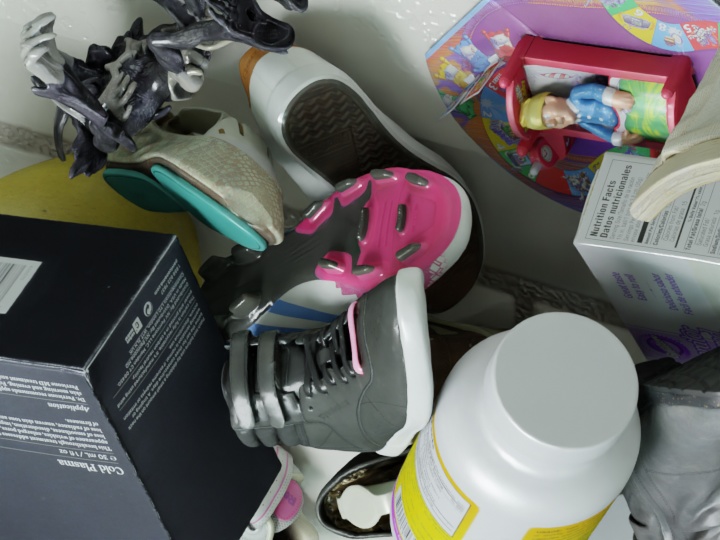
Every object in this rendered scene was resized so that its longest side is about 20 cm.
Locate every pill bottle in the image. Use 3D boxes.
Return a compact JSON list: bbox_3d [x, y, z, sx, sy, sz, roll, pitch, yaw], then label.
[{"bbox_3d":[0.081,0.095,1.516,0.104,0.104,0.200,29,153,3],"label":"pill bottle"}]

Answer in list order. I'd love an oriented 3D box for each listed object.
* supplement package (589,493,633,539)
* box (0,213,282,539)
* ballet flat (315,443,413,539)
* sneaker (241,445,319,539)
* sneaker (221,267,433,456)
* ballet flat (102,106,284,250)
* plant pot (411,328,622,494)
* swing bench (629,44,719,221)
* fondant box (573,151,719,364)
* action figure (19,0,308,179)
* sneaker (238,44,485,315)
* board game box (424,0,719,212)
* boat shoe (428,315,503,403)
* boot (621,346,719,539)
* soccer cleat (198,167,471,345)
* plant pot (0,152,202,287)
[{"bbox_3d":[0.202,0.232,1.704,0.200,0.147,0.191,34,147,-31],"label":"supplement package"},{"bbox_3d":[-0.173,0.069,1.609,0.200,0.104,0.182,7,137,30],"label":"box"},{"bbox_3d":[0.050,0.126,1.679,0.200,0.068,0.068,-17,91,47],"label":"ballet flat"},{"bbox_3d":[-0.082,0.129,1.891,0.088,0.081,0.200,5,145,30],"label":"sneaker"},{"bbox_3d":[-0.018,0.050,1.510,0.099,0.071,0.200,1,161,-7],"label":"sneaker"},{"bbox_3d":[-0.083,-0.059,1.595,0.067,0.062,0.200,42,170,-27],"label":"ballet flat"},{"bbox_3d":[0.119,0.100,1.748,0.200,0.028,0.200,20,143,16],"label":"plant pot"},{"bbox_3d":[0.254,-0.058,1.310,0.200,0.199,0.130,40,143,-14],"label":"swing bench"},{"bbox_3d":[0.225,0.010,1.503,0.200,0.058,0.144,10,157,28],"label":"fondant box"},{"bbox_3d":[-0.118,-0.125,1.573,0.102,0.119,0.200,43,138,-22],"label":"action figure"},{"bbox_3d":[0.001,-0.058,1.626,0.085,0.073,0.200,46,174,49],"label":"sneaker"},{"bbox_3d":[0.118,-0.079,1.518,0.158,0.039,0.200,38,145,-9],"label":"board game box"},{"bbox_3d":[0.014,0.055,1.681,0.075,0.075,0.202,4,172,-27],"label":"boat shoe"},{"bbox_3d":[0.184,0.108,1.519,0.132,0.070,0.200,68,162,-1],"label":"boot"},{"bbox_3d":[0.000,0.000,1.571,0.086,0.070,0.200,24,149,-38],"label":"soccer cleat"},{"bbox_3d":[-0.171,0.014,1.753,0.200,0.142,0.200,20,144,15],"label":"plant pot"}]
